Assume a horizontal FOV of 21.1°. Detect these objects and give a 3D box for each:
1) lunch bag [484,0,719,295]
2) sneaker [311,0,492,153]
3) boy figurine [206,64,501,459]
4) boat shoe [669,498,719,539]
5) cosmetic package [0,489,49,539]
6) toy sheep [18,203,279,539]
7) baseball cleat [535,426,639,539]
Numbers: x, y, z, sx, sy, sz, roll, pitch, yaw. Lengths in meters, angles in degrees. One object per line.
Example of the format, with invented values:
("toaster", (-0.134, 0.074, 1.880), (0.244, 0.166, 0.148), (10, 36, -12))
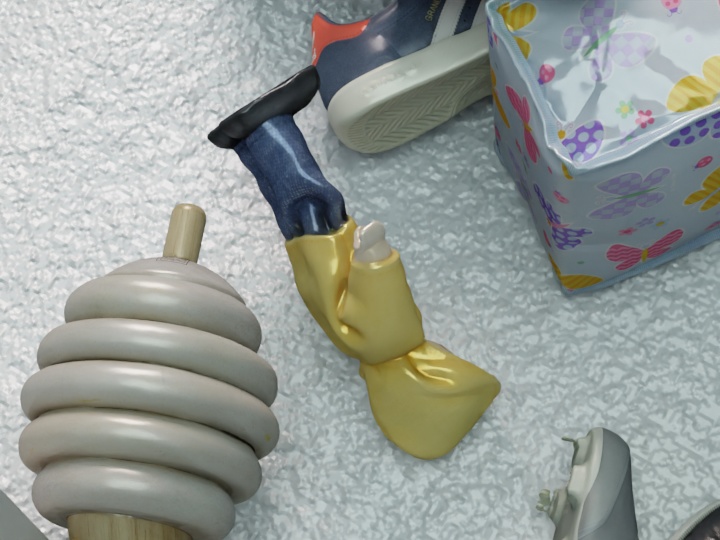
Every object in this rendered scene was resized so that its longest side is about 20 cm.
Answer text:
("lunch bag", (0.168, -0.096, 0.950), (0.199, 0.170, 0.128), (-22, 69, -2))
("sneaker", (0.066, -0.138, 1.020), (0.199, 0.075, 0.085), (-20, 64, -9))
("boy figurine", (0.000, 0.000, 0.954), (0.064, 0.124, 0.201), (-33, 92, -14))
("boat shoe", (0.213, 0.128, 0.902), (0.199, 0.060, 0.074), (-25, 88, -25))
("cosmetic package", (-0.190, 0.122, 0.877), (0.082, 0.200, 0.051), (24, 73, 10))
("toy sheep", (-0.100, 0.065, 0.928), (0.137, 0.138, 0.202), (2, 72, 3))
("baseball cleat", (0.128, 0.180, 0.922), (0.105, 0.070, 0.202), (11, 82, 0))
